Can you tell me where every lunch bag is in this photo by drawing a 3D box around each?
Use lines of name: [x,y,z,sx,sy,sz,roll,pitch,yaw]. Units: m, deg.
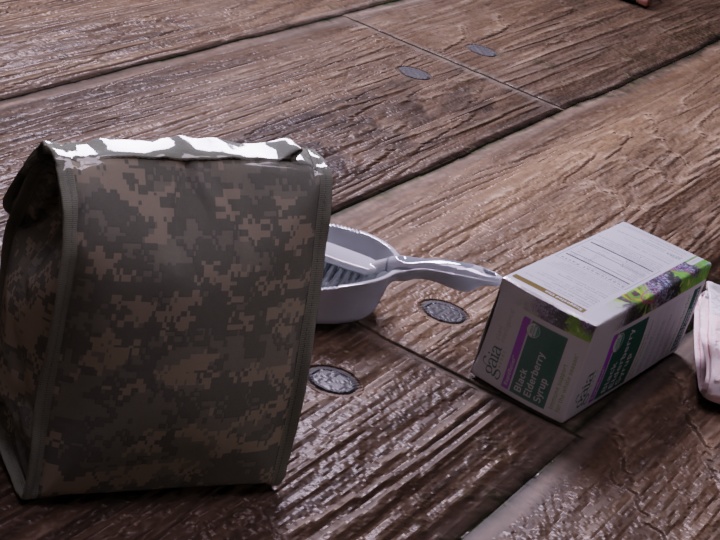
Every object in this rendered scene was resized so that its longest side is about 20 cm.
lunch bag: [-0.113,0.014,0.939,0.163,0.201,0.118,0,28,-29]

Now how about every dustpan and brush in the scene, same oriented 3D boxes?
dustpan and brush: [0.000,0.000,1.210,0.199,0.057,0.140,17,24,2]

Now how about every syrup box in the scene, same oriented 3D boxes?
syrup box: [0.168,0.033,1.219,0.081,0.079,0.200,28,26,25]

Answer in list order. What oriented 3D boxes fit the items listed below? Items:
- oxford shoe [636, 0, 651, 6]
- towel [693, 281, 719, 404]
oxford shoe: [0.382,-0.422,2.354,0.073,0.071,0.200,17,24,9]
towel: [0.353,0.077,1.297,0.199,0.032,0.191,16,24,2]
